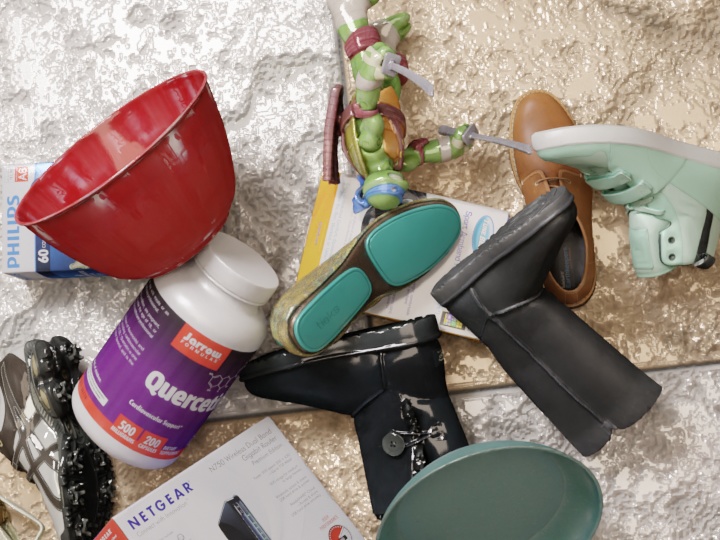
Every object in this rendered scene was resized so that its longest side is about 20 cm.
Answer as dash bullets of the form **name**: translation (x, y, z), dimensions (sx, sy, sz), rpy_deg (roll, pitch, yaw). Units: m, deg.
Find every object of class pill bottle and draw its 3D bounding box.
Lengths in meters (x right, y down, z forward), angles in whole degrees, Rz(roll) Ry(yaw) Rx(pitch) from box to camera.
- **pill bottle**: translation (-0.157, 0.068, 1.222), dimensions (0.112, 0.112, 0.201), rpy_deg (40, 107, 9)

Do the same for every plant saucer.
- **plant saucer**: translation (0.105, 0.207, 1.188), dimensions (0.198, 0.201, 0.036), rpy_deg (-21, 42, 3)

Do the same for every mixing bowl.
- **mixing bowl**: translation (-0.180, -0.065, 1.182), dimensions (0.199, 0.200, 0.109), rpy_deg (-36, 113, 1)

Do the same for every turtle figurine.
- **turtle figurine**: translation (0.049, -0.160, 1.218), dimensions (0.143, 0.200, 0.195), rpy_deg (4, 59, -30)

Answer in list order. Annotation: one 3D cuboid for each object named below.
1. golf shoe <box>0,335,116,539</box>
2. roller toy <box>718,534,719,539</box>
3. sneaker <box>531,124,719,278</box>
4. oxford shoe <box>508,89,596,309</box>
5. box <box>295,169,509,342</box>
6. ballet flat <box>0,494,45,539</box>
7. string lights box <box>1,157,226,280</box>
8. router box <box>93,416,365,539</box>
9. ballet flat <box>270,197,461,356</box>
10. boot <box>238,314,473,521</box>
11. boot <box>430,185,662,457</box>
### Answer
- **golf shoe**: translation (-0.284, 0.164, 1.277), dimensions (0.094, 0.078, 0.202), rpy_deg (-15, 80, 22)
- **roller toy**: translation (0.381, 0.204, 1.133), dimensions (0.139, 0.200, 0.184), rpy_deg (21, 68, 7)
- **sneaker**: translation (0.233, -0.057, 1.209), dimensions (0.199, 0.074, 0.119), rpy_deg (11, 87, -20)
- **oxford shoe**: translation (0.176, -0.069, 1.247), dimensions (0.071, 0.071, 0.202), rpy_deg (-13, 81, 6)
- **box**: translation (0.048, -0.010, 1.270), dimensions (0.198, 0.041, 0.120), rpy_deg (14, 85, 5)
- **ballet flat**: translation (-0.297, 0.265, 1.264), dimensions (0.062, 0.067, 0.200), rpy_deg (-44, 81, -10)
- **string lights box**: translation (-0.225, -0.048, 1.293), dimensions (0.198, 0.059, 0.104), rpy_deg (-3, 84, 6)
- **router box**: translation (-0.097, 0.244, 1.185), dimensions (0.180, 0.200, 0.049), rpy_deg (50, 132, 8)
- **ballet flat**: translation (0.000, 0.000, 1.218), dimensions (0.200, 0.071, 0.071), rpy_deg (-39, 81, -21)
- **boot**: translation (-0.003, 0.140, 1.237), dimensions (0.198, 0.076, 0.170), rpy_deg (-13, 91, 17)
- **boot**: translation (0.179, 0.045, 1.183), dimensions (0.200, 0.066, 0.165), rpy_deg (47, 131, -4)
